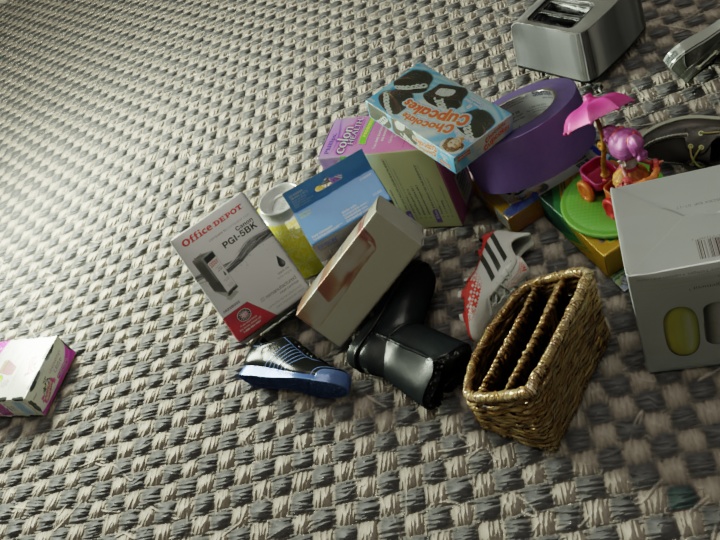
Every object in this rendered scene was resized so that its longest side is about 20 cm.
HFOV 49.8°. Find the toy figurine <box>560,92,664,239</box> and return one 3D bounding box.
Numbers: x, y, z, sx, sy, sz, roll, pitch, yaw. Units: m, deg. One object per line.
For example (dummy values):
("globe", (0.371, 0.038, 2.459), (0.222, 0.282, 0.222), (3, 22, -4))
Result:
("toy figurine", (0.340, -0.144, 1.025), (0.150, 0.184, 0.200), (-34, 44, -4))

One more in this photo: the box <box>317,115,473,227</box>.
("box", (0.062, -0.162, 1.273), (0.200, 0.176, 0.097), (-2, 51, 28))

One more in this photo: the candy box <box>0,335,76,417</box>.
("candy box", (-0.636, 0.195, 1.412), (0.200, 0.061, 0.137), (-6, 48, 25))

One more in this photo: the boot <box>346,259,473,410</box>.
("boot", (0.095, 0.089, 1.099), (0.168, 0.076, 0.200), (20, 65, 41))

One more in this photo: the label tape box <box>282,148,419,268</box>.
("label tape box", (-0.012, -0.068, 1.210), (0.144, 0.200, 0.063), (-30, 42, 1))

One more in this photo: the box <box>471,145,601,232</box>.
("box", (0.292, -0.153, 1.240), (0.200, 0.042, 0.119), (-35, 43, -1))

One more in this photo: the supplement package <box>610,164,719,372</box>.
("supplement package", (0.416, -0.001, 0.917), (0.191, 0.200, 0.147), (-11, 47, 21))

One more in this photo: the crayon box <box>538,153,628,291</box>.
("crayon box", (0.367, -0.075, 1.118), (0.126, 0.052, 0.200), (-32, 44, -1))

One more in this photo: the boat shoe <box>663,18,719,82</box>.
("boat shoe", (0.586, -0.367, 1.263), (0.200, 0.071, 0.064), (-32, 75, -13))

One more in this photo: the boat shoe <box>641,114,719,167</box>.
("boat shoe", (0.508, -0.184, 1.125), (0.201, 0.072, 0.061), (-4, 45, 22))

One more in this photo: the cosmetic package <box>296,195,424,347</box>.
("cosmetic package", (0.000, 0.000, 1.142), (0.200, 0.087, 0.103), (-52, 7, 16))

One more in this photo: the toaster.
("toaster", (0.393, -0.434, 1.384), (0.181, 0.119, 0.200), (-46, 45, -14))

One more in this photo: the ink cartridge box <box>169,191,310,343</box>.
("ink cartridge box", (-0.191, -0.003, 1.255), (0.147, 0.083, 0.200), (-36, 85, -5))

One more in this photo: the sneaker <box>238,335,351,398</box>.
("sneaker", (-0.094, 0.139, 1.161), (0.200, 0.070, 0.078), (3, 59, 32))

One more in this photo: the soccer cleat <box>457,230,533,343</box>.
("soccer cleat", (0.198, 0.017, 1.117), (0.085, 0.069, 0.200), (-5, 44, 31))

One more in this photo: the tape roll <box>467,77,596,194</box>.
("tape roll", (0.254, -0.209, 1.202), (0.200, 0.085, 0.200), (-27, 24, 13))

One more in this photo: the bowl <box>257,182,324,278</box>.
("bowl", (-0.120, -0.089, 1.357), (0.200, 0.108, 0.200), (-15, 46, 16))

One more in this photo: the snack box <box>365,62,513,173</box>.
("snack box", (0.115, -0.231, 1.154), (0.116, 0.037, 0.200), (-38, 53, -16))

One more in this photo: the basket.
("basket", (0.208, 0.097, 0.978), (0.143, 0.149, 0.200), (14, 60, 37))
